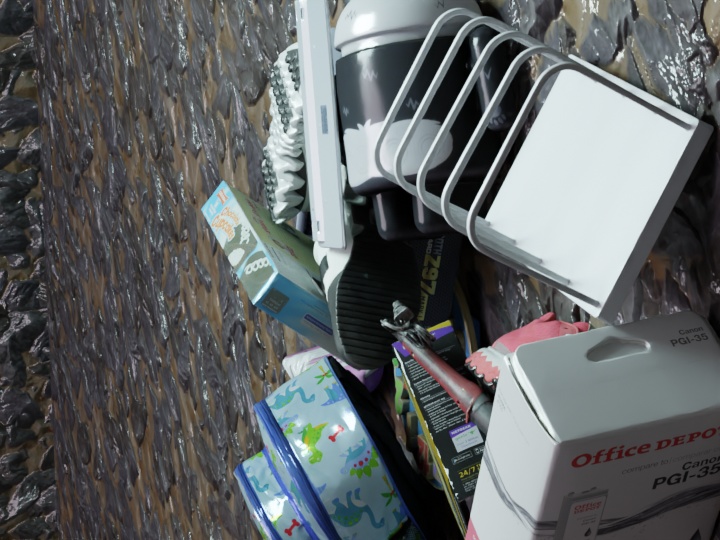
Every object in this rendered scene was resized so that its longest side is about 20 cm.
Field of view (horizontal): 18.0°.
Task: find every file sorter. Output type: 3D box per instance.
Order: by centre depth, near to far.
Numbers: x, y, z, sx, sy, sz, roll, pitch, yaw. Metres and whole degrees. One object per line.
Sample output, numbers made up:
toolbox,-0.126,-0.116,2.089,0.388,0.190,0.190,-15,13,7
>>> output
file sorter,0.108,-0.079,1.477,0.140,0.124,0.200,-62,24,7

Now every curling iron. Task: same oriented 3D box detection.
curling iron,0.078,0.093,1.642,0.200,0.026,0.050,48,180,27

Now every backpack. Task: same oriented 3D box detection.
backpack,-0.023,0.194,1.972,0.201,0.146,0.183,63,175,-35

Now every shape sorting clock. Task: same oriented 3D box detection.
shape sorting clock,0.062,0.087,1.934,0.200,0.039,0.202,171,90,-73

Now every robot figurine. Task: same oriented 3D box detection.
robot figurine,0.046,-0.126,1.745,0.125,0.149,0.202,20,-118,-83

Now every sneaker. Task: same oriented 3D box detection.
sneaker,0.137,0.069,1.598,0.074,0.087,0.200,49,177,-17
sneaker,0.000,0.000,1.819,0.089,0.074,0.201,132,147,-52
sneaker,-0.035,-0.119,1.886,0.201,0.080,0.076,101,161,-55
sneaker,-0.016,0.116,2.152,0.200,0.080,0.089,178,78,-78

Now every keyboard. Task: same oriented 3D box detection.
keyboard,-0.030,-0.117,1.771,0.056,0.011,0.202,4,99,63

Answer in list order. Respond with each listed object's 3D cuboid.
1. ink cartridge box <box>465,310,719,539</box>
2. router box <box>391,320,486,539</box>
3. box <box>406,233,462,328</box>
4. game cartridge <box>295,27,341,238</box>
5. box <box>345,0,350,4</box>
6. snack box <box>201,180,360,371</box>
ink cartridge box,0.156,0.135,1.465,0.201,0.145,0.083,98,153,-44
router box,0.090,0.160,1.743,0.201,0.052,0.158,70,178,-49
box,0.027,-0.022,1.919,0.200,0.051,0.159,-147,66,-69
game cartridge,-0.028,-0.116,2.046,0.201,0.040,0.134,99,178,-53
box,0.025,-0.270,1.874,0.201,0.043,0.161,-118,26,-48
snack box,-0.060,0.002,1.906,0.037,0.116,0.200,-51,27,10
